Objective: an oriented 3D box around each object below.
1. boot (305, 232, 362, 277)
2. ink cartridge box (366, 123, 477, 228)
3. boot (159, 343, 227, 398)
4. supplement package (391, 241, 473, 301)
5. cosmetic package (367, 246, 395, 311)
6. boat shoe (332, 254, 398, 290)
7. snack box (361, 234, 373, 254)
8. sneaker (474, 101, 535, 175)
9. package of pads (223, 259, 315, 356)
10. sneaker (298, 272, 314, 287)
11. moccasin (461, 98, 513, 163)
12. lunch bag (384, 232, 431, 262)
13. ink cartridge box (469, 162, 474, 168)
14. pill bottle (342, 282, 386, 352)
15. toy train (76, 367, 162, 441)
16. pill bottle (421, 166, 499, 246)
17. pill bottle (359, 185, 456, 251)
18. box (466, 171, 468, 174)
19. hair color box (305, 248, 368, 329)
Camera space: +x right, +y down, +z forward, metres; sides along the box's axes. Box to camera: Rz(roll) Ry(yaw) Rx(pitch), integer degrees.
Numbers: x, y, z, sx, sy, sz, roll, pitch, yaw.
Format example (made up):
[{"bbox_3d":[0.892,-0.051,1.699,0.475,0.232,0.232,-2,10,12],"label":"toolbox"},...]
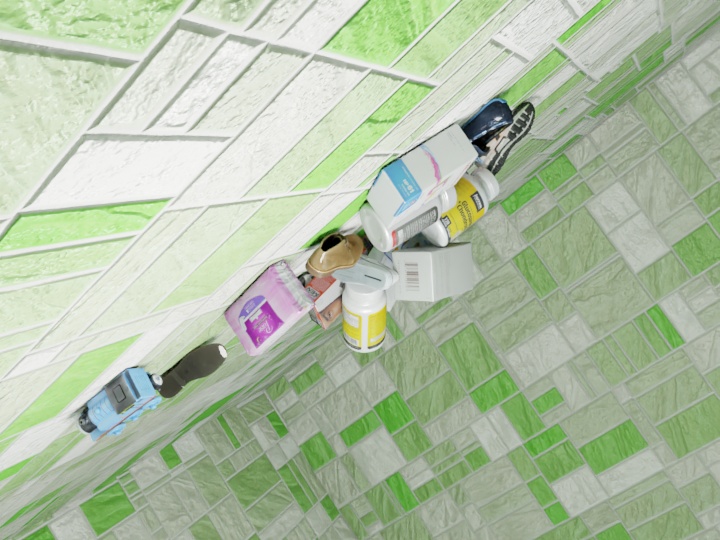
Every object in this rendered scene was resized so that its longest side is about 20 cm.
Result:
[{"bbox_3d":[-0.042,-0.050,1.618,0.199,0.073,0.076,-33,155,-55],"label":"boot"},{"bbox_3d":[0.124,-0.190,1.469,0.198,0.085,0.145,-35,173,-20],"label":"ink cartridge box"},{"bbox_3d":[-0.412,0.234,1.795,0.198,0.074,0.076,-33,-168,8],"label":"boot"},{"bbox_3d":[0.177,0.000,1.757,0.115,0.120,0.198,0,-173,38],"label":"supplement package"},{"bbox_3d":[0.080,-0.021,1.895,0.202,0.051,0.153,-58,146,-35],"label":"cosmetic package"},{"bbox_3d":[0.000,0.000,1.724,0.066,0.197,0.075,-10,120,-55],"label":"boat shoe"},{"bbox_3d":[0.039,-0.067,1.996,0.142,0.053,0.199,-42,170,32],"label":"snack box"},{"bbox_3d":[0.340,-0.327,1.753,0.201,0.080,0.073,-52,140,11],"label":"sneaker"},{"bbox_3d":[-0.196,0.083,1.560,0.200,0.122,0.075,-41,170,35],"label":"package of pads"},{"bbox_3d":[-0.123,0.053,1.867,0.074,0.089,0.199,-37,172,30],"label":"sneaker"},{"bbox_3d":[0.241,-0.273,1.528,0.079,0.069,0.200,-13,156,-39],"label":"moccasin"},{"bbox_3d":[0.130,-0.070,1.844,0.163,0.074,0.200,-64,146,-12],"label":"lunch bag"},{"bbox_3d":[0.239,-0.266,1.689,0.199,0.058,0.162,-35,175,35],"label":"ink cartridge box"},{"bbox_3d":[0.010,0.097,1.808,0.113,0.114,0.203,-31,141,-30],"label":"pill bottle"},{"bbox_3d":[-0.506,0.279,1.518,0.198,0.088,0.114,-35,164,12],"label":"toy train"},{"bbox_3d":[0.232,-0.156,1.721,0.199,0.113,0.112,-38,174,-16],"label":"pill bottle"},{"bbox_3d":[0.106,-0.136,1.588,0.198,0.115,0.114,-30,172,-19],"label":"pill bottle"},{"bbox_3d":[0.204,-0.196,1.972,0.198,0.050,0.158,-36,173,1],"label":"box"},{"bbox_3d":[-0.055,0.036,1.837,0.200,0.063,0.112,-45,142,-20],"label":"hair color box"}]
